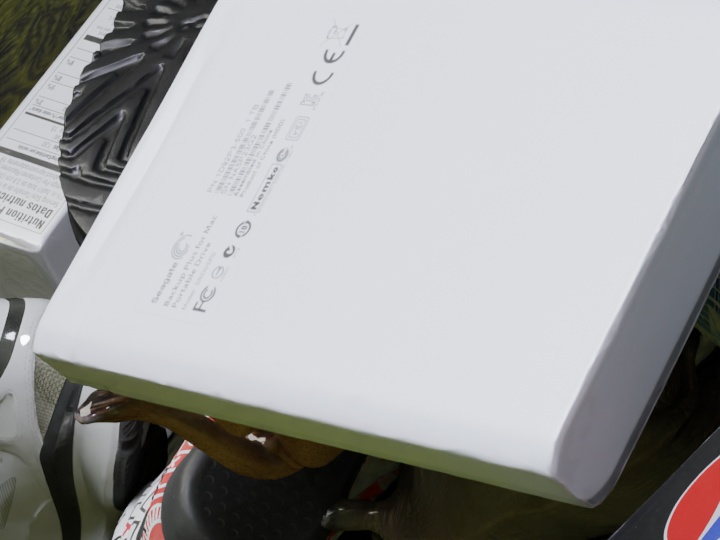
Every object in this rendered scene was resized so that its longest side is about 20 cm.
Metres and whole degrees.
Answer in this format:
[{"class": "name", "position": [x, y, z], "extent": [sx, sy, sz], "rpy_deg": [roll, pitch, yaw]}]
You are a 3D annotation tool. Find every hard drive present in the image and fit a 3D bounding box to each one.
[{"class": "hard drive", "position": [0.011, -0.017, 0.766], "extent": [0.200, 0.026, 0.132], "rpy_deg": [10, 67, 47]}]

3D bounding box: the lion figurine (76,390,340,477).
[{"class": "lion figurine", "position": [0.000, 0.000, 0.905], "extent": [0.072, 0.123, 0.200], "rpy_deg": [30, 70, 35]}]

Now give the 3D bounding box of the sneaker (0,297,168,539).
[{"class": "sneaker", "position": [-0.131, 0.066, 1.053], "extent": [0.201, 0.115, 0.076], "rpy_deg": [102, -175, -53]}]

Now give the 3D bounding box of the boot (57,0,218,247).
[{"class": "boot", "position": [-0.035, -0.024, 1.028], "extent": [0.079, 0.158, 0.211], "rpy_deg": [-4, 40, 14]}]

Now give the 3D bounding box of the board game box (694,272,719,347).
[{"class": "board game box", "position": [0.149, -0.066, 0.753], "extent": [0.200, 0.062, 0.200], "rpy_deg": [-42, 36, -4]}]

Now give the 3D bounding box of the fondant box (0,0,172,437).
[{"class": "fondant box", "position": [-0.073, -0.046, 1.229], "extent": [0.058, 0.144, 0.200], "rpy_deg": [20, 62, 31]}]

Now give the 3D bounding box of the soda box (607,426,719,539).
[{"class": "soda box", "position": [0.127, 0.046, 0.659], "extent": [0.200, 0.071, 0.063], "rpy_deg": [-45, 18, 6]}]

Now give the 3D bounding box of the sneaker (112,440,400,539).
[{"class": "sneaker", "position": [-0.006, 0.043, 0.997], "extent": [0.201, 0.067, 0.108], "rpy_deg": [-45, -1, -31]}]

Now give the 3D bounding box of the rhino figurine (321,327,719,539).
[{"class": "rhino figurine", "position": [0.050, 0.049, 0.862], "extent": [0.200, 0.060, 0.087], "rpy_deg": [-33, 19, 55]}]
